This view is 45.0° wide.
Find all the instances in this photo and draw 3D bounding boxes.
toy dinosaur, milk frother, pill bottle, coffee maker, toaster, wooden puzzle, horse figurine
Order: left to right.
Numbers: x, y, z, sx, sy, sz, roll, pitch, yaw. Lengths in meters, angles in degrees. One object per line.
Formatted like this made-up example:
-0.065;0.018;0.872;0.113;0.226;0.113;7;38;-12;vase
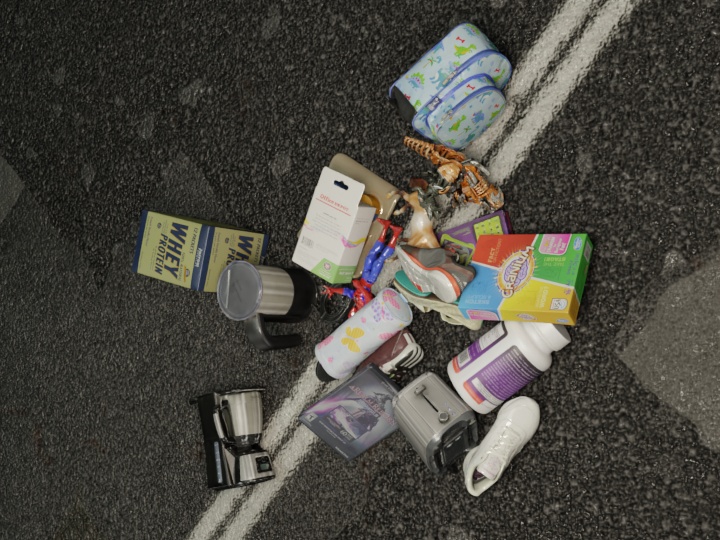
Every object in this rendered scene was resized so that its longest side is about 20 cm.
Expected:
-0.272;0.358;1.839;0.192;0.134;0.202;-24;70;54;coffee maker
-0.142;0.047;1.727;0.200;0.188;0.181;-39;67;25;milk frother
-0.032;-0.113;1.753;0.185;0.046;0.201;36;105;31;wooden puzzle
0.104;-0.090;1.635;0.132;0.050;0.202;-6;74;42;horse figurine
0.133;0.272;1.546;0.113;0.200;0.129;-35;59;-11;toaster
0.165;-0.172;1.562;0.201;0.102;0.136;55;144;10;toy dinosaur
0.257;0.147;1.494;0.200;0.111;0.112;-40;66;19;pill bottle

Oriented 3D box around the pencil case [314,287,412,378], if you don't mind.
0.006;0.118;1.616;0.200;0.091;0.083;-42;76;27;pencil case

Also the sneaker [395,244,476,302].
0.136;-0.006;1.536;0.082;0.077;0.200;-34;34;-14;sneaker

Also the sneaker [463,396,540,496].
0.246;0.308;1.495;0.075;0.100;0.201;31;110;0;sneaker

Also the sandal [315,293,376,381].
-0.027;0.130;1.724;0.201;0.075;0.048;-60;31;6;sandal

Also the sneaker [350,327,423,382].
0.028;0.168;1.684;0.199;0.075;0.116;-36;56;21;sneaker

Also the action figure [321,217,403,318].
0.000;0.000;1.626;0.065;0.098;0.202;31;106;49;action figure

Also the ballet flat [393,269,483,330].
0.138;0.058;1.587;0.199;0.067;0.063;23;128;36;ballet flat

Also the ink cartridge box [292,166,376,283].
-0.046;-0.089;1.696;0.117;0.067;0.201;29;106;32;ink cartridge box

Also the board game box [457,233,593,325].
0.277;0.012;1.465;0.199;0.040;0.154;0;58;34;board game box

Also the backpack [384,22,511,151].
0.176;-0.321;1.554;0.200;0.183;0.147;-45;67;11;backpack

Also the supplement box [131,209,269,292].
-0.339;-0.038;1.858;0.199;0.199;0.135;14;95;32;supplement box

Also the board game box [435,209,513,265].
0.194;-0.023;1.605;0.199;0.032;0.121;-19;71;32;board game box

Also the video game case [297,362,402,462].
-0.002;0.274;1.662;0.200;0.019;0.143;-38;110;26;video game case
